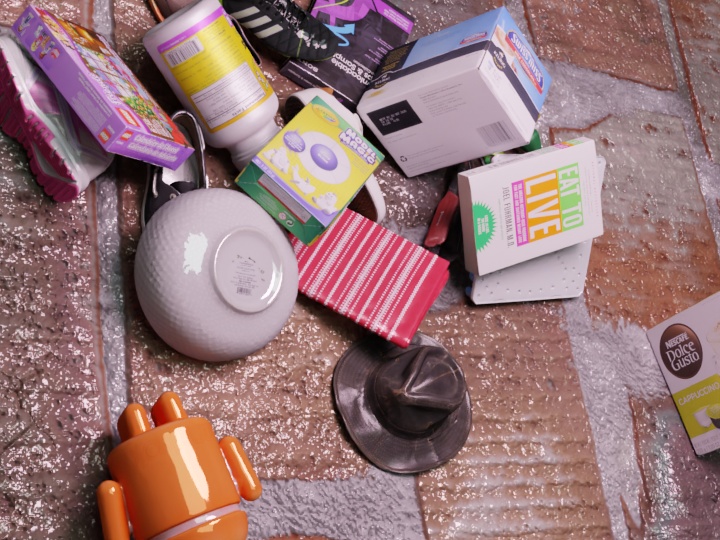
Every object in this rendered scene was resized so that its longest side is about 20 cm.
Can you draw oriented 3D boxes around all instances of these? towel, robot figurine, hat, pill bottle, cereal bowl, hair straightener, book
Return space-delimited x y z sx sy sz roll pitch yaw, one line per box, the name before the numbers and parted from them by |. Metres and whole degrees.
towel | 0.000 0.000 1.488 0.200 0.023 0.145 29 55 4
robot figurine | -0.188 0.229 1.231 0.144 0.116 0.200 -1 64 -62
hat | 0.071 0.146 1.455 0.200 0.081 0.201 13 62 -27
pill bottle | -0.167 -0.220 1.451 0.104 0.104 0.200 -47 114 -38
cereal bowl | -0.146 0.002 1.351 0.200 0.083 0.201 7 80 -40
hair straightener | 0.139 -0.087 1.649 0.077 0.041 0.200 47 42 -32
book | 0.219 -0.086 1.563 0.200 0.048 0.134 -19 115 -25

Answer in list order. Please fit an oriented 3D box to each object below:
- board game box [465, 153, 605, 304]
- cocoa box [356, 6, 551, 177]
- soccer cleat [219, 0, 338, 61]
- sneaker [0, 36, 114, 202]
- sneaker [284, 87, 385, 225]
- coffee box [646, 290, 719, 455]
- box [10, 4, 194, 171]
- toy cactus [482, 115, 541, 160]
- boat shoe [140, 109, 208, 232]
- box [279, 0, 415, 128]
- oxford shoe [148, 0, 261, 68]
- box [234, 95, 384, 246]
board game box | 0.235 -0.059 1.623 0.200 0.026 0.201 -3 107 -34
cocoa box | 0.124 -0.231 1.576 0.133 0.200 0.131 50 46 -29
soccer cleat | -0.116 -0.335 1.547 0.200 0.081 0.068 27 57 -3
sneaker | -0.350 -0.177 1.354 0.088 0.081 0.200 -34 94 -43
sneaker | -0.011 -0.154 1.554 0.085 0.073 0.200 -27 85 -40
coffee box | 0.568 0.124 1.705 0.200 0.200 0.198 -9 72 -34
box | -0.286 -0.203 1.349 0.200 0.039 0.137 50 15 19
toy cactus | 0.250 -0.151 1.714 0.165 0.102 0.200 7 58 -42
boat shoe | -0.211 -0.092 1.405 0.074 0.060 0.200 11 62 -28
box | -0.015 -0.309 1.651 0.143 0.036 0.200 30 57 -16
oxford shoe | -0.194 -0.316 1.517 0.200 0.073 0.071 49 52 -3
box | -0.050 -0.126 1.426 0.117 0.048 0.200 41 39 -5
